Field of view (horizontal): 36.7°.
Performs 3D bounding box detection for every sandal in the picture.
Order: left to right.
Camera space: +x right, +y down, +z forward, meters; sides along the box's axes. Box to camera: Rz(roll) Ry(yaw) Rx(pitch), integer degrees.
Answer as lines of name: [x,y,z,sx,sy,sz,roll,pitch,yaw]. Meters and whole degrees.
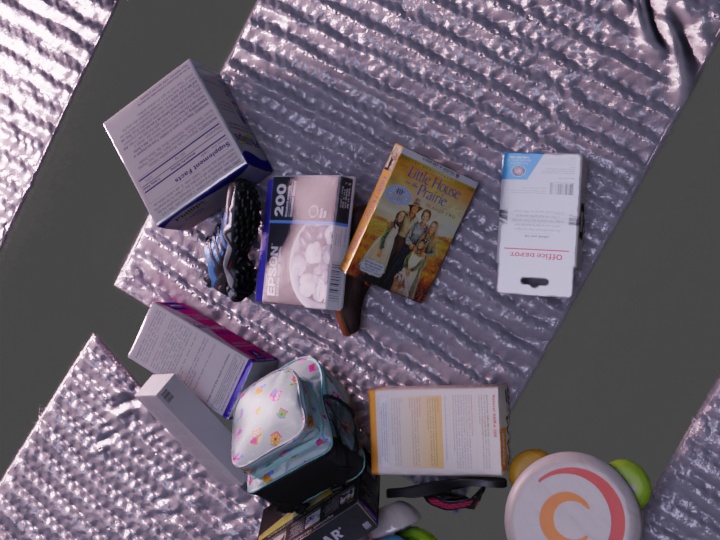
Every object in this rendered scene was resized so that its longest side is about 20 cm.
sandal: [0.127,0.326,1.571,0.199,0.075,0.046,-16,72,33]

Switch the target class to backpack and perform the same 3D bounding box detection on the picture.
backpack: [-0.098,0.228,1.598,0.175,0.153,0.201,-34,33,21]

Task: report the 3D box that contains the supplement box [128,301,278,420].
supplement box: [-0.246,0.138,1.703,0.199,0.101,0.104,27,97,18]

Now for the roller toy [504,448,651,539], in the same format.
roller toy: [0.292,0.344,1.487,0.198,0.140,0.184,5,79,18]

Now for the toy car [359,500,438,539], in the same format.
toy car: [0.023,0.442,1.572,0.199,0.150,0.177,-23,80,17]

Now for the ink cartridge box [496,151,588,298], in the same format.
ink cartridge box: [0.259,-0.064,1.551,0.115,0.067,0.202,4,89,19]

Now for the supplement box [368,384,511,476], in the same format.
supplement box: [0.117,0.232,1.587,0.198,0.073,0.128,-2,87,19]

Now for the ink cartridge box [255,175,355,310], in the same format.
ink cartridge box: [-0.098,-0.045,1.647,0.199,0.043,0.200,3,87,44]

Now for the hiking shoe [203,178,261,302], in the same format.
hiking shoe: [-0.209,-0.050,1.689,0.086,0.074,0.202,19,114,26]

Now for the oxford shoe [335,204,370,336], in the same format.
oxford shoe: [0.000,0.000,1.640,0.072,0.071,0.202,3,89,13]

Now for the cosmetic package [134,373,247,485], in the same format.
cosmetic package: [-0.248,0.242,1.659,0.200,0.051,0.082,51,148,-20]

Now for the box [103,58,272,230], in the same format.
box: [-0.272,-0.195,1.722,0.183,0.105,0.201,-32,78,15]

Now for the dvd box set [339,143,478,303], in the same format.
dvd box set: [0.072,-0.066,1.588,0.201,0.145,0.029,-65,29,6]

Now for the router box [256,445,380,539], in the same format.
router box: [-0.063,0.364,1.600,0.199,0.158,0.052,-35,106,16]
